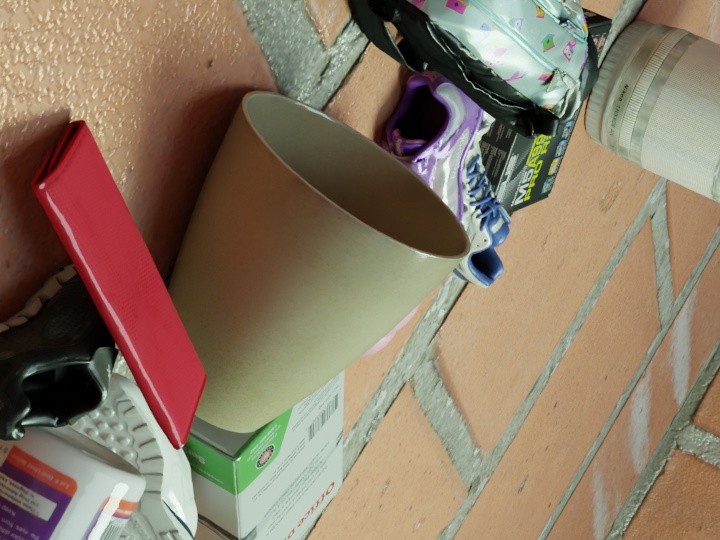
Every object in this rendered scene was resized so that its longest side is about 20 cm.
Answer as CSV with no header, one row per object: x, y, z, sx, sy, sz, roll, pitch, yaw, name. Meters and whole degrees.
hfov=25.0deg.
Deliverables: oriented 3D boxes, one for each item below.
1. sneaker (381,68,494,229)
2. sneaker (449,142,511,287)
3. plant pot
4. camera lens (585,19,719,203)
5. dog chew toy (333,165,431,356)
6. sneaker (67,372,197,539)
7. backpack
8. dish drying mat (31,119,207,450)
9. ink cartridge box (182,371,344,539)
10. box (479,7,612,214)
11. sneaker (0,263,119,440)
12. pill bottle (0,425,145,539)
0.051,-0.089,1.379,0.088,0.080,0.200,-11,121,-55,sneaker
0.103,-0.067,1.493,0.075,0.088,0.200,-47,152,-30,sneaker
-0.056,0.010,1.139,0.200,0.187,0.187,-54,161,18,plant pot
0.373,-0.177,1.817,0.160,0.200,0.160,-48,154,-32,camera lens
0.000,0.000,1.307,0.125,0.125,0.200,-48,162,-32,dog chew toy
-0.164,0.133,1.167,0.200,0.076,0.081,80,12,-45,sneaker
0.083,-0.202,1.219,0.127,0.167,0.200,-58,143,-1,backpack
-0.143,0.011,0.990,0.077,0.018,0.200,-78,152,-55,dish drying mat
-0.085,0.147,1.321,0.146,0.084,0.200,-47,153,-35,ink cartridge box
0.169,-0.155,1.596,0.160,0.044,0.200,-23,135,-59,box
-0.178,0.052,0.995,0.200,0.090,0.067,-33,144,-52,sneaker
-0.229,0.192,1.017,0.200,0.111,0.111,-61,158,-4,pill bottle
